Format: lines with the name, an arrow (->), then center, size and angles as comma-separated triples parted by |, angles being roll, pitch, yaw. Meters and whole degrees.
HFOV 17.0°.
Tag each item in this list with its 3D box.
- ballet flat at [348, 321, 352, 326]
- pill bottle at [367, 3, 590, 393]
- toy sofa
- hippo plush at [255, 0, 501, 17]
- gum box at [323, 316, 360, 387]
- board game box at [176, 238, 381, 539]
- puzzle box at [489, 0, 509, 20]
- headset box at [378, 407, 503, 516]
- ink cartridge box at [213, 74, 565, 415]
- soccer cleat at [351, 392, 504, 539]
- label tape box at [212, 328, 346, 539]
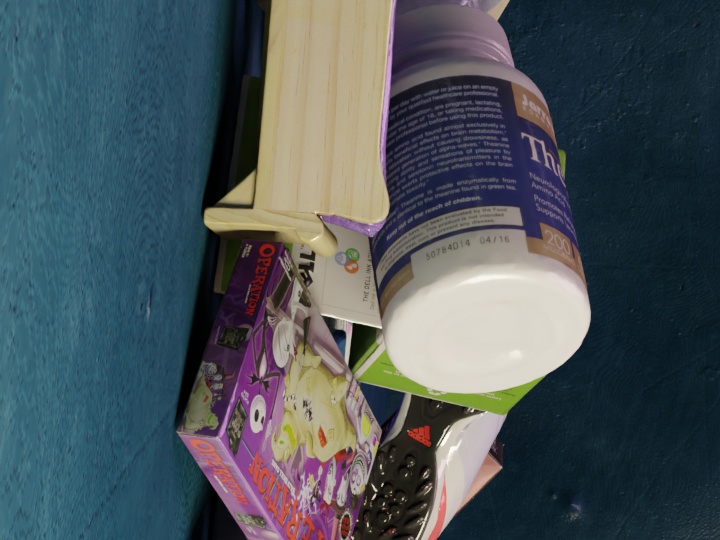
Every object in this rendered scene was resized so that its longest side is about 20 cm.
ballet flat -> 0.000, 0.000, 1.472 | 0.200, 0.072, 0.072 | 45, 43, -48
pill bottle -> 0.055, -0.044, 1.300 | 0.111, 0.110, 0.201 | 90, -7, -53
toy sofa -> -0.024, -0.111, 1.283 | 0.083, 0.097, 0.201 | 58, 35, -84
hippo plush -> 0.012, -0.189, 1.462 | 0.160, 0.199, 0.161 | 64, -16, -2
gum box -> -0.031, 0.025, 1.590 | 0.114, 0.066, 0.201 | -53, 147, -82
board game box -> -0.039, 0.087, 1.300 | 0.200, 0.032, 0.120 | 64, 41, -53
puzzle box -> 0.113, -0.257, 1.581 | 0.200, 0.025, 0.134 | 123, -18, -52
headset box -> 0.018, 0.156, 1.634 | 0.200, 0.075, 0.149 | -45, 179, 3
ink cartridge box -> 0.011, -0.016, 1.388 | 0.076, 0.199, 0.149 | 127, -27, -60
soccer cleat -> 0.057, 0.091, 1.492 | 0.201, 0.068, 0.073 | -62, 163, 5
label tape box -> -0.050, 0.137, 1.454 | 0.144, 0.063, 0.201 | -15, 109, -85
